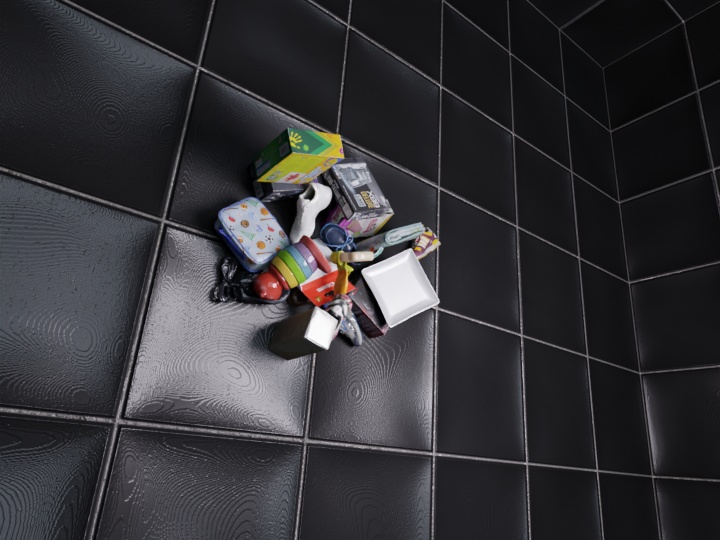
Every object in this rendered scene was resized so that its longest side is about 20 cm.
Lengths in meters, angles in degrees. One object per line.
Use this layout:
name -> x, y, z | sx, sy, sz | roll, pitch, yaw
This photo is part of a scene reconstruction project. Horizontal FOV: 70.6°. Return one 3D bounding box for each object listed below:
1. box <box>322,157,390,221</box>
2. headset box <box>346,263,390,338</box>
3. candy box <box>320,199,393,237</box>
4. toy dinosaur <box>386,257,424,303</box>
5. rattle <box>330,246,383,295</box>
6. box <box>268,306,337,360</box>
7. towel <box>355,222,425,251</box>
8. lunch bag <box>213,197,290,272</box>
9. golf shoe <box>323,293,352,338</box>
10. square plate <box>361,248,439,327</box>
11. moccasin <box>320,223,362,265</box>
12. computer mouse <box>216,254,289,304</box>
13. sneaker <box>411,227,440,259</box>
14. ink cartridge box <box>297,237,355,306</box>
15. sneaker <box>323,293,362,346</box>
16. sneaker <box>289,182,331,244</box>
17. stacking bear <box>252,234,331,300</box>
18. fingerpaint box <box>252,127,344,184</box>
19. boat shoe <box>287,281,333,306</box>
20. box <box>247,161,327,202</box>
box -> -0.016, -0.251, 1.557 | 0.157, 0.050, 0.201 | -12, 68, -42
headset box -> 0.039, 0.106, 1.633 | 0.200, 0.077, 0.149 | 48, 52, -14
candy box -> -0.010, -0.165, 1.635 | 0.199, 0.136, 0.061 | -7, 63, -39
toy dinosaur -> 0.157, 0.041, 1.708 | 0.085, 0.135, 0.201 | -11, 82, -40
rattle -> 0.000, 0.000, 1.518 | 0.200, 0.130, 0.144 | 0, 70, -65
box -> -0.157, 0.174, 1.376 | 0.078, 0.199, 0.095 | 35, 57, -24
towel -> 0.097, -0.103, 1.683 | 0.199, 0.171, 0.048 | -18, 89, -41
lunch bag -> -0.304, -0.101, 1.404 | 0.200, 0.076, 0.160 | 50, 50, 4
golf shoe -> -0.094, 0.153, 1.442 | 0.072, 0.201, 0.092 | 31, 40, 5
square plate -> 0.125, 0.054, 1.611 | 0.197, 0.028, 0.201 | -24, 80, -22
moccasin -> -0.046, -0.081, 1.577 | 0.081, 0.068, 0.200 | -50, 142, 4
computer mouse -> -0.296, 0.043, 1.411 | 0.199, 0.053, 0.140 | 14, 65, -23
sneaker -> 0.206, -0.089, 1.837 | 0.200, 0.075, 0.090 | -32, 89, -46
ink cartridge box -> -0.127, 0.001, 1.494 | 0.160, 0.047, 0.200 | -24, 58, -41
sneaker -> -0.057, 0.154, 1.551 | 0.085, 0.077, 0.201 | -24, 114, 0
sneaker -> -0.168, -0.173, 1.511 | 0.099, 0.075, 0.201 | 18, 104, -55
stacking bear -> -0.199, 0.005, 1.375 | 0.200, 0.121, 0.114 | -38, 130, -14
fingerpaint box -> -0.171, -0.305, 1.377 | 0.166, 0.199, 0.074 | -4, 80, -39
boat shoe -> -0.125, 0.049, 1.527 | 0.199, 0.070, 0.071 | -28, 98, -39
box -> -0.217, -0.283, 1.534 | 0.199, 0.106, 0.123 | -11, 85, -40
